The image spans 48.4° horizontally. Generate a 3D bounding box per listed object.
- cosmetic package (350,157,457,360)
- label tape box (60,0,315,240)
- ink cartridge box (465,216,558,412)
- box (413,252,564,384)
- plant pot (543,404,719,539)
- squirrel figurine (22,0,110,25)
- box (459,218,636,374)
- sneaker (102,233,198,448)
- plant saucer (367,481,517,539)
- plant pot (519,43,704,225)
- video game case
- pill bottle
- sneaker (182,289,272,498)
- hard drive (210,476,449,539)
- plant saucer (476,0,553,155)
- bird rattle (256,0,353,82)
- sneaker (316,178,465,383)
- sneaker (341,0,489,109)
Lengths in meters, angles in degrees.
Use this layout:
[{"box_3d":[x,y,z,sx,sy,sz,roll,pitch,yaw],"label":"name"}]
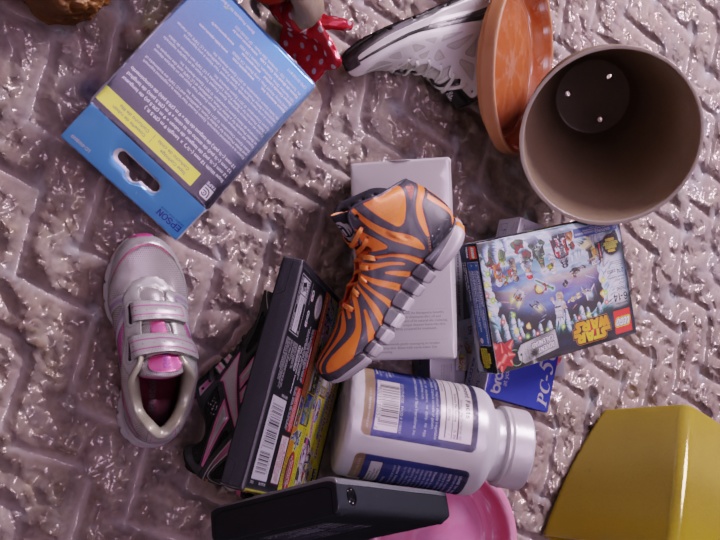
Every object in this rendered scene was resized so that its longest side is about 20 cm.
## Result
[{"box_3d":[0.047,-0.011,0.840,0.106,0.085,0.204,-1,89,7],"label":"cosmetic package"},{"box_3d":[-0.161,-0.153,0.760,0.143,0.066,0.200,43,86,-20],"label":"label tape box"},{"box_3d":[0.185,0.050,0.911,0.093,0.044,0.204,17,81,-25],"label":"ink cartridge box"},{"box_3d":[0.153,0.053,0.941,0.197,0.041,0.159,-2,90,-27],"label":"box"},{"box_3d":[0.375,0.274,0.979,0.198,0.199,0.179,29,66,-24],"label":"plant pot"},{"box_3d":[-0.269,-0.329,0.691,0.199,0.140,0.189,33,64,-38],"label":"squirrel figurine"},{"box_3d":[0.208,0.022,0.875,0.197,0.040,0.140,-12,94,-25],"label":"box"},{"box_3d":[-0.185,0.066,0.734,0.080,0.088,0.204,-8,93,-27],"label":"sneaker"},{"box_3d":[0.084,0.311,0.895,0.197,0.051,0.205,0,90,-27],"label":"plant saucer"},{"box_3d":[0.275,-0.176,0.915,0.184,0.201,0.190,4,115,9],"label":"plant pot"},{"box_3d":[-0.060,0.112,0.760,0.181,0.025,0.203,51,50,-66],"label":"video game case"},{"box_3d":[0.073,0.169,0.827,0.196,0.111,0.113,11,84,-8],"label":"pill bottle"},{"box_3d":[-0.120,0.110,0.778,0.085,0.081,0.203,13,69,1],"label":"sneaker"},{"box_3d":[-0.021,0.229,0.746,0.199,0.138,0.033,28,47,-52],"label":"hard drive"},{"box_3d":[0.176,-0.236,0.917,0.199,0.032,0.204,-25,119,-55],"label":"plant saucer"},{"box_3d":[-0.088,-0.271,0.760,0.112,0.163,0.201,-39,98,-3],"label":"bird rattle"},{"box_3d":[0.000,0.000,0.751,0.112,0.077,0.201,39,83,-19],"label":"sneaker"},{"box_3d":[0.080,-0.226,0.887,0.198,0.075,0.117,-27,107,-20],"label":"sneaker"}]
